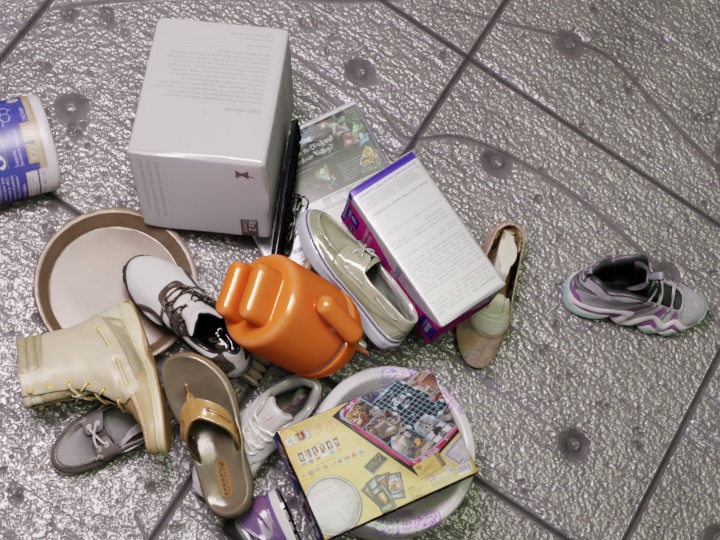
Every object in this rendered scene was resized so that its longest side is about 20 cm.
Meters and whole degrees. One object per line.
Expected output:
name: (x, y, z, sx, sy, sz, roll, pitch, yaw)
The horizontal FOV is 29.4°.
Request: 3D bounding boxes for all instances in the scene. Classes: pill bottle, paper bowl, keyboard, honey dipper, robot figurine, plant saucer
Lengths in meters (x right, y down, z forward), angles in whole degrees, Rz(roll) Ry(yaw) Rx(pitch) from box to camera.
pill bottle: (-0.470, -0.132, 1.640, 0.199, 0.120, 0.120, -16, 76, -17)
paper bowl: (0.030, 0.223, 1.642, 0.199, 0.104, 0.202, 4, 71, -11)
keyboard: (-0.083, -0.076, 1.688, 0.039, 0.104, 0.201, 10, 75, -4)
honey dipper: (-0.093, 0.048, 1.693, 0.038, 0.038, 0.201, 30, 77, -1)
robot figurine: (-0.076, 0.056, 1.585, 0.200, 0.144, 0.117, 32, 33, -46)
plant saucer: (-0.298, 0.021, 1.677, 0.199, 0.029, 0.201, 4, 72, -11)

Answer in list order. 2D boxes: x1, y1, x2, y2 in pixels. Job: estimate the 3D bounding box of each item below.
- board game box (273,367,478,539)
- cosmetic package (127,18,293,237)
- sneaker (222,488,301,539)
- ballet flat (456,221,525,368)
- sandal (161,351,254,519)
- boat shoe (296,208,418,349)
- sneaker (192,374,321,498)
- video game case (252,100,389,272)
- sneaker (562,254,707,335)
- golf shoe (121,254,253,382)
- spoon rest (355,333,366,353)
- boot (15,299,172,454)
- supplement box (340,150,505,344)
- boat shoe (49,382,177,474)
board game box: (0.017, 0.210, 1.570, 0.199, 0.035, 0.136, -20, 77, -19)
cosmetic package: (-0.176, -0.172, 1.667, 0.164, 0.165, 0.201, 6, 60, 3)
sneaker: (-0.096, 0.363, 1.596, 0.087, 0.076, 0.201, -24, 74, -4)
ballet flat: (0.169, 0.025, 1.760, 0.068, 0.067, 0.201, 16, 69, -9)
sandal: (-0.175, 0.186, 1.568, 0.080, 0.054, 0.201, -19, 81, 11)
boat shoe: (0.000, 0.000, 1.662, 0.200, 0.062, 0.072, 53, 36, 6)
sneaker: (-0.122, 0.187, 1.622, 0.078, 0.099, 0.200, 42, 68, 4)
video game case: (-0.055, -0.098, 1.756, 0.199, 0.023, 0.183, -26, 79, -7)
sneaker: (0.373, 0.026, 1.766, 0.199, 0.140, 0.078, 5, 70, -11)
golf shoe: (-0.202, 0.043, 1.624, 0.200, 0.095, 0.078, 41, 70, 9)
spoon rest: (0.026, 0.028, 1.740, 0.099, 0.061, 0.200, 35, 55, 0)
boot: (-0.306, 0.139, 1.568, 0.155, 0.073, 0.201, -17, 61, -11)
supplement box: (0.074, -0.026, 1.678, 0.103, 0.101, 0.200, -33, 80, -15)
boat shoe: (-0.273, 0.176, 1.614, 0.199, 0.057, 0.067, -25, 79, -19)
